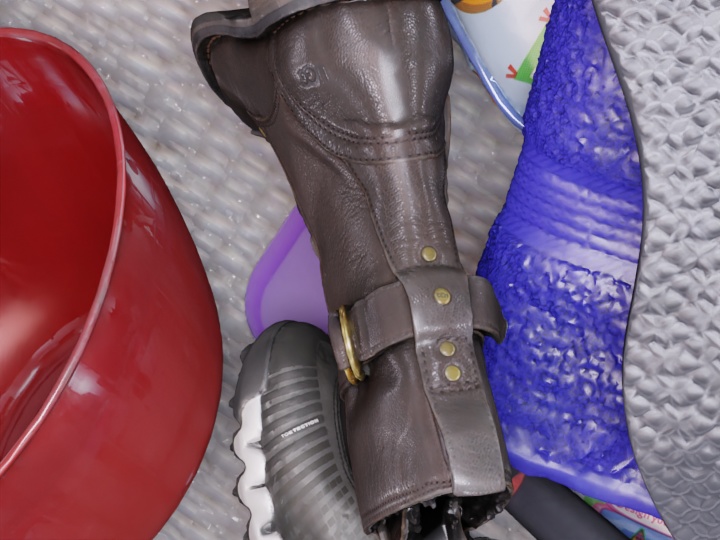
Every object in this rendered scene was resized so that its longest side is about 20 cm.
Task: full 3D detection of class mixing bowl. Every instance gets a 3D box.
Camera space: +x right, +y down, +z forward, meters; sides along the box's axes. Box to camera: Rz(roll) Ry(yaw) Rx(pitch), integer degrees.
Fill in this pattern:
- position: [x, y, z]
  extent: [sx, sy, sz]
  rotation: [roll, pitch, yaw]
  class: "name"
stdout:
- position: [-0.117, 0.034, 0.905]
  extent: [0.200, 0.108, 0.201]
  rotation: [-23, 49, 30]
  class: "mixing bowl"

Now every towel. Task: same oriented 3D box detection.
- position: [0.114, -0.017, 0.819]
  extent: [0.147, 0.050, 0.201]
  rotation: [16, 112, 2]
  class: "towel"

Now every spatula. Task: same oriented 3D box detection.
- position: [0.037, 0.054, 0.909]
  extent: [0.200, 0.021, 0.057]
  rotation: [44, 107, 28]
  class: "spatula"

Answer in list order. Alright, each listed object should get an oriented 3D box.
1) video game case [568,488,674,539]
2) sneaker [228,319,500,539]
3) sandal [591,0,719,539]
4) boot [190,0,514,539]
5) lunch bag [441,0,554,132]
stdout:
- position: [0.153, 0.113, 0.886]
  extent: [0.199, 0.022, 0.183]
  rotation: [21, 100, 17]
  class: "video game case"
- position: [0.024, 0.105, 0.891]
  extent: [0.090, 0.066, 0.201]
  rotation: [-20, 84, 24]
  class: "sneaker"
- position: [0.106, -0.018, 0.782]
  extent: [0.076, 0.043, 0.201]
  rotation: [-5, 97, 9]
  class: "sandal"
- position: [0.000, 0.000, 0.835]
  extent: [0.069, 0.200, 0.175]
  rotation: [-9, 84, -7]
  class: "boot"
- position: [0.081, -0.142, 0.869]
  extent: [0.160, 0.076, 0.200]
  rotation: [-31, 82, 15]
  class: "lunch bag"
